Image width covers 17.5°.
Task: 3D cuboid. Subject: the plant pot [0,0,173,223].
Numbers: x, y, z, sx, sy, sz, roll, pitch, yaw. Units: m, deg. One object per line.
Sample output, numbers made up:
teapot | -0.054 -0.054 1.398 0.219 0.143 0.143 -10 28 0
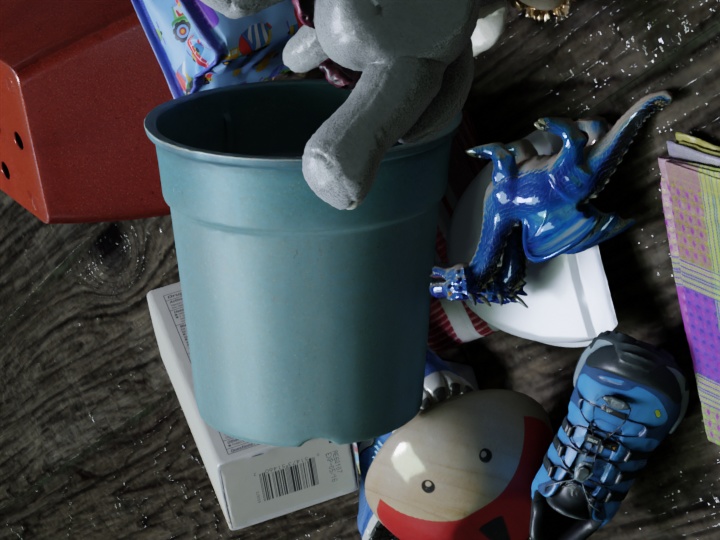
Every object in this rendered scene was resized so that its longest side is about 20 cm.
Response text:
plant pot | -0.213 -0.145 1.846 0.200 0.176 0.201 32 139 48

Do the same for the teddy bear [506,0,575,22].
teddy bear | 0.065 -0.227 1.400 0.200 0.067 0.145 20 138 48

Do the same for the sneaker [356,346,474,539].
sneaker | 0.032 0.123 1.698 0.089 0.078 0.201 58 148 37

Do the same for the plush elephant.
plush elephant | 0.006 -0.156 1.346 0.165 0.200 0.155 51 176 -7

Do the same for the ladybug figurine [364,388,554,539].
ladybug figurine | 0.076 0.145 1.574 0.072 0.135 0.200 61 -174 24

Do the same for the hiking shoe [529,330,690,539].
hiking shoe | 0.153 0.114 1.459 0.074 0.087 0.200 21 148 7

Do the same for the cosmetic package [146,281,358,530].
cosmetic package | -0.081 0.087 1.728 0.200 0.103 0.073 -116 14 -48

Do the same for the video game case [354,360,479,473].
video game case | 0.050 0.149 1.775 0.200 0.022 0.183 8 118 60

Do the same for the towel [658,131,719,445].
towel | 0.233 0.026 1.330 0.143 0.023 0.201 23 132 53

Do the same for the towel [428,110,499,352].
towel | 0.058 -0.021 1.619 0.145 0.023 0.200 64 155 1

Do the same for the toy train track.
toy train track | -0.061 -0.116 1.656 0.032 0.115 0.200 32 -164 -12

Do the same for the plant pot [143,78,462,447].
plant pot | -0.035 -0.004 1.488 0.200 0.199 0.197 25 120 53

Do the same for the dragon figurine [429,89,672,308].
dragon figurine | 0.124 -0.039 1.401 0.199 0.059 0.100 -20 83 34

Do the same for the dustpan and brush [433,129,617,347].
dustpan and brush | 0.084 -0.007 1.512 0.199 0.057 0.140 -16 85 38

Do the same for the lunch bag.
lunch bag | -0.093 -0.232 1.575 0.201 0.150 0.094 61 153 10
